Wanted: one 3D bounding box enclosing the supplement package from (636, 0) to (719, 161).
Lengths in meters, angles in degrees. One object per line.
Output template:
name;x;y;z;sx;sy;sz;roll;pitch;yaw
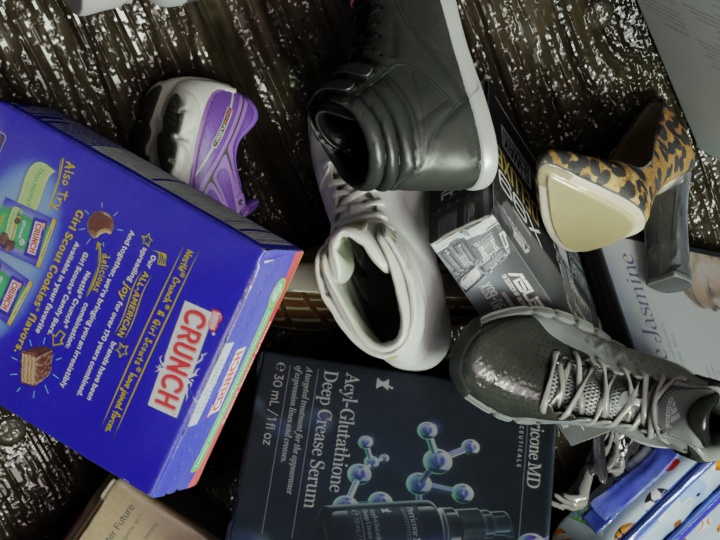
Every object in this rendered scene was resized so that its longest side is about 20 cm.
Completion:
supplement package;0.293;-0.176;1.338;0.151;0.152;0.200;-33;121;-8

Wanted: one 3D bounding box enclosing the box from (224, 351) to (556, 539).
box;0.018;0.154;1.272;0.200;0.149;0.107;9;142;-1

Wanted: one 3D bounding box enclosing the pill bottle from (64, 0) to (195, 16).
pill bottle;-0.086;-0.222;1.177;0.200;0.113;0.113;-19;118;-17

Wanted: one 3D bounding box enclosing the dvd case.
dvd case;0.240;0.045;1.400;0.200;0.143;0.018;9;148;-43

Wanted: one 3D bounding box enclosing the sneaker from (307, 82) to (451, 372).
sneaker;0.006;-0.037;1.249;0.074;0.116;0.200;-20;80;11

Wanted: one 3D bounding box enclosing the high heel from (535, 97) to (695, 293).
high heel;0.166;-0.081;1.330;0.071;0.143;0.200;-15;152;30

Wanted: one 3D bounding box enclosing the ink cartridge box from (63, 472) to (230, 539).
ink cartridge box;-0.150;0.253;1.345;0.165;0.075;0.200;34;97;-7

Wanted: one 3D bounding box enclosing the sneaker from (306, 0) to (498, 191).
sneaker;0.008;-0.136;1.224;0.099;0.071;0.200;-12;73;-28

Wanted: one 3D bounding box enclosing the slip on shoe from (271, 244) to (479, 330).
slip on shoe;0.000;0.000;1.344;0.200;0.076;0.061;0;68;-13

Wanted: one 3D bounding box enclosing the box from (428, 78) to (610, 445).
box;0.113;-0.006;1.329;0.050;0.158;0.200;-24;122;19

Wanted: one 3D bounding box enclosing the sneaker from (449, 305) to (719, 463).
sneaker;0.161;0.072;1.216;0.200;0.115;0.075;13;91;-28

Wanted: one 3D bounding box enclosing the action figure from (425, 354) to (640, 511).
action figure;0.135;0.115;1.420;0.200;0.119;0.102;10;88;-17

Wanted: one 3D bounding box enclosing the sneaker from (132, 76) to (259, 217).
sneaker;-0.109;-0.023;1.275;0.083;0.081;0.200;6;109;-33

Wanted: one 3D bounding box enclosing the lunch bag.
lunch bag;0.241;0.182;1.488;0.200;0.076;0.160;-45;142;0

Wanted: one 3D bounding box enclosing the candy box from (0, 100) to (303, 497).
candy box;-0.159;0.015;1.202;0.169;0.200;0.077;-64;163;11
